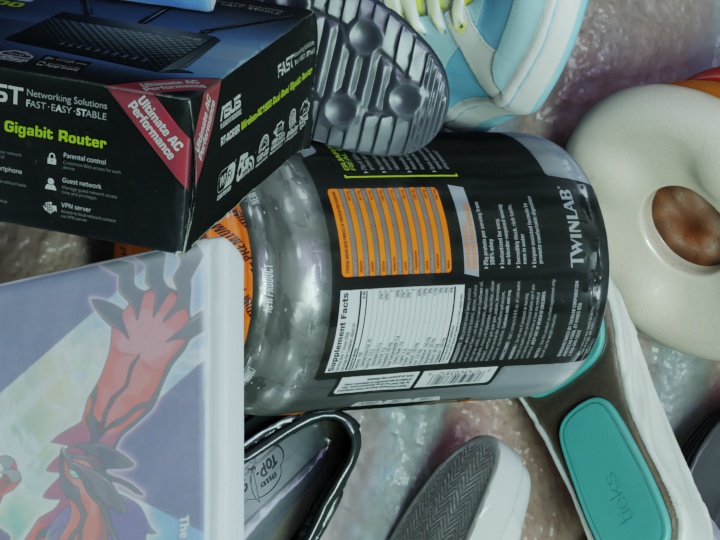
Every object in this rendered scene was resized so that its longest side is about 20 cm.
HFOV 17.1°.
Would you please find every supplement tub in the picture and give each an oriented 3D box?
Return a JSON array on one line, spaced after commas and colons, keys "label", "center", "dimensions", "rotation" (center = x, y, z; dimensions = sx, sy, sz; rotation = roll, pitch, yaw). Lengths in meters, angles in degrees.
[{"label": "supplement tub", "center": [0.000, 0.000, 1.051], "dimensions": [0.199, 0.122, 0.123], "rotation": [-2, 85, -31]}]

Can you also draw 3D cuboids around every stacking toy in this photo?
[{"label": "stacking toy", "center": [0.204, -0.062, 1.176], "dimensions": [0.200, 0.146, 0.147], "rotation": [-41, 102, -39]}]

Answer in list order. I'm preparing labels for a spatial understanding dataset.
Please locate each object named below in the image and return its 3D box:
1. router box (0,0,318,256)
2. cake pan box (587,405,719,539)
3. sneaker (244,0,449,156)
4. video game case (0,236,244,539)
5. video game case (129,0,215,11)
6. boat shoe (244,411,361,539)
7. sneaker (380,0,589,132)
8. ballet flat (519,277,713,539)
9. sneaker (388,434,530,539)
[{"label": "router box", "center": [-0.131, -0.073, 0.943], "dimensions": [0.199, 0.150, 0.063], "rotation": [10, 110, 13]}, {"label": "cake pan box", "center": [0.226, 0.152, 1.192], "dimensions": [0.184, 0.052, 0.201], "rotation": [-39, 101, -25]}, {"label": "sneaker", "center": [-0.046, -0.111, 1.035], "dimensions": [0.199, 0.082, 0.071], "rotation": [27, 102, 9]}, {"label": "video game case", "center": [-0.128, 0.094, 0.877], "dimensions": [0.023, 0.181, 0.201], "rotation": [52, 31, -55]}, {"label": "video game case", "center": [-0.139, -0.205, 0.985], "dimensions": [0.198, 0.046, 0.182], "rotation": [8, 62, 7]}, {"label": "boat shoe", "center": [-0.069, 0.130, 1.047], "dimensions": [0.199, 0.066, 0.075], "rotation": [-40, 104, -22]}, {"label": "sneaker", "center": [0.023, -0.120, 1.048], "dimensions": [0.130, 0.200, 0.080], "rotation": [21, 74, -10]}, {"label": "ballet flat", "center": [0.114, 0.058, 1.129], "dimensions": [0.069, 0.070, 0.201], "rotation": [-7, 63, -25]}, {"label": "sneaker", "center": [0.057, 0.186, 1.103], "dimensions": [0.115, 0.074, 0.201], "rotation": [25, 85, -22]}]
